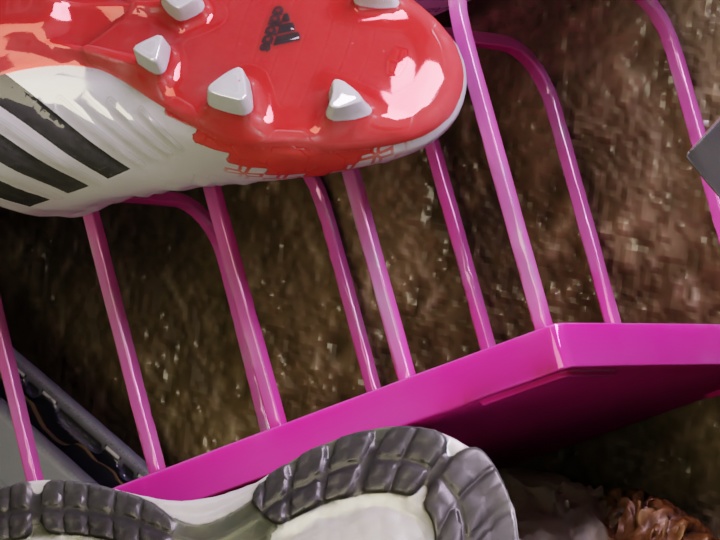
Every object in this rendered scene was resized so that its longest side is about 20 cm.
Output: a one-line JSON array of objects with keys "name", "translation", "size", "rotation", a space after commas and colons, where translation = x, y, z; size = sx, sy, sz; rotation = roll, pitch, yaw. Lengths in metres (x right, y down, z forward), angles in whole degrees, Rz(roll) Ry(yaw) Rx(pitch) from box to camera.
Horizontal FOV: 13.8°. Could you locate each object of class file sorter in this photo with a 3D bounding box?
[{"name": "file sorter", "translation": [0.000, 0.000, 0.896], "size": [0.199, 0.139, 0.126], "rotation": [-22, 77, 32]}]

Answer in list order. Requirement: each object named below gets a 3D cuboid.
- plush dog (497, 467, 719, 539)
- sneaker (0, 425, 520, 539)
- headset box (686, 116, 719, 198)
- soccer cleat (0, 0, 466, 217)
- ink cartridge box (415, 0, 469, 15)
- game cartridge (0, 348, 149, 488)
[{"name": "plush dog", "translation": [0.034, 0.142, 0.889], "size": [0.199, 0.160, 0.173], "rotation": [-9, 61, 31]}, {"name": "sneaker", "translation": [-0.036, 0.099, 0.836], "size": [0.199, 0.089, 0.077], "rotation": [-9, 68, 23]}, {"name": "headset box", "translation": [0.181, -0.001, 0.736], "size": [0.075, 0.200, 0.149], "rotation": [-48, 68, 25]}, {"name": "soccer cleat", "translation": [-0.065, -0.049, 0.825], "size": [0.199, 0.085, 0.069], "rotation": [2, 60, 13]}, {"name": "ink cartridge box", "translation": [0.035, -0.137, 0.859], "size": [0.199, 0.146, 0.083], "rotation": [-20, 82, 33]}, {"name": "game cartridge", "translation": [-0.122, 0.106, 1.027], "size": [0.200, 0.041, 0.134], "rotation": [39, 118, 27]}]
